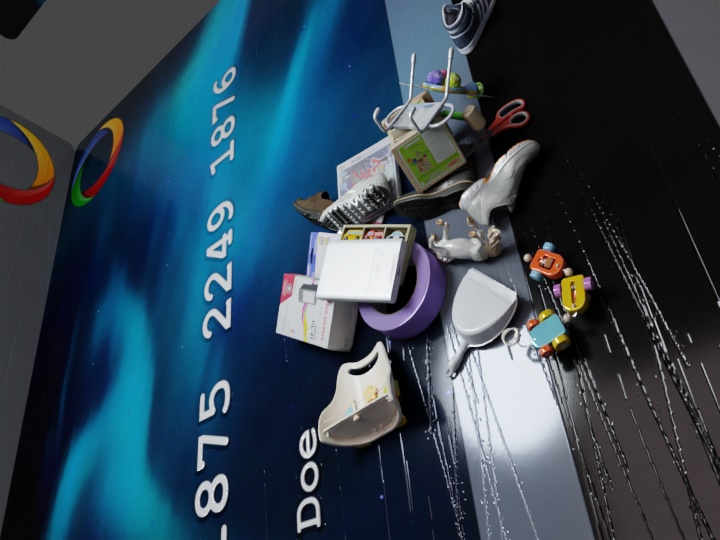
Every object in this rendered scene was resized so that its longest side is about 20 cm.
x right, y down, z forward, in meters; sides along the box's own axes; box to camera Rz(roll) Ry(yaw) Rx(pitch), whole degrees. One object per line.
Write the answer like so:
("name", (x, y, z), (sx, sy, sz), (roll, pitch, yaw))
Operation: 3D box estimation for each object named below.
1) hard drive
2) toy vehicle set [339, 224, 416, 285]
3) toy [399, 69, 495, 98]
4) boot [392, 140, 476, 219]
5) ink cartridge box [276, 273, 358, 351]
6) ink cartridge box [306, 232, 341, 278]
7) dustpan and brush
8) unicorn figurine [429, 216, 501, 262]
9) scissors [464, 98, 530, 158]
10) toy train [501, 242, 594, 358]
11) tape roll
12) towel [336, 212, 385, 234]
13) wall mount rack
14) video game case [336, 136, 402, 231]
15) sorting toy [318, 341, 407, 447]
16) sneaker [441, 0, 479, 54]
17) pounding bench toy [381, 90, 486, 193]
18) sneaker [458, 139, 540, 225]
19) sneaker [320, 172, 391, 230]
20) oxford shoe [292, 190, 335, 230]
("hard drive", (0.000, 0.000, 1.343), (0.195, 0.026, 0.136), (0, 70, 37))
("toy vehicle set", (0.025, -0.037, 1.385), (0.196, 0.026, 0.128), (3, 71, 41))
("toy", (0.196, -0.415, 1.391), (0.114, 0.195, 0.049), (30, 115, 48))
("boot", (0.170, -0.201, 1.406), (0.195, 0.078, 0.142), (-9, 58, 26))
("ink cartridge box", (-0.102, 0.094, 1.481), (0.197, 0.084, 0.153), (9, 90, 47))
("ink cartridge box", (-0.053, -0.026, 1.522), (0.196, 0.041, 0.124), (9, 96, 43))
("dustpan and brush", (0.212, 0.114, 1.219), (0.202, 0.057, 0.139), (-55, 41, -2))
("unicorn figurine", (0.193, -0.054, 1.276), (0.196, 0.138, 0.075), (20, 72, 33))
("scissors", (0.275, -0.297, 1.356), (0.197, 0.014, 0.074), (-32, 56, 11))
("toy train", (0.337, 0.059, 1.119), (0.148, 0.055, 0.205), (16, 78, 48))
("tape roll", (0.087, 0.040, 1.360), (0.197, 0.065, 0.206), (-23, 55, 36))
("towel", (0.001, -0.121, 1.558), (0.142, 0.023, 0.206), (7, 75, 45))
("wall mount rack", (0.118, -0.358, 1.280), (0.198, 0.075, 0.176), (16, 66, 51))
("video game case", (0.018, -0.216, 1.563), (0.179, 0.023, 0.205), (-25, 54, 30))
("sorting toy", (0.011, 0.248, 1.311), (0.198, 0.106, 0.184), (-35, 42, 27))
("sneaker", (0.259, -0.637, 1.507), (0.069, 0.107, 0.205), (11, 77, 45))
("pounding bench toy", (0.163, -0.303, 1.357), (0.197, 0.125, 0.158), (-31, 35, 15))
("sneaker", (0.298, -0.170, 1.274), (0.200, 0.076, 0.092), (-44, 72, 7))
("sneaker", (-0.011, -0.163, 1.504), (0.196, 0.075, 0.083), (-27, 38, 25))
("oxford shoe", (-0.111, -0.167, 1.651), (0.198, 0.072, 0.086), (25, 84, 53))
